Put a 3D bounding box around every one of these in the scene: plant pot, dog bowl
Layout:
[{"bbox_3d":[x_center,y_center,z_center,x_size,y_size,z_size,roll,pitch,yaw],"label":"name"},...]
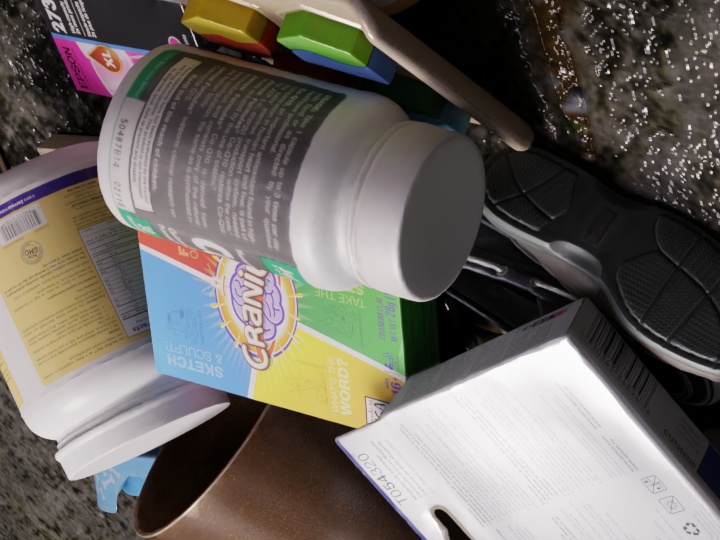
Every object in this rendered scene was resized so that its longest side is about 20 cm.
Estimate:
[{"bbox_3d":[-0.025,0.163,1.573,0.200,0.187,0.187,36,152,-15],"label":"plant pot"},{"bbox_3d":[-0.137,0.145,1.732,0.200,0.111,0.050,-2,112,51],"label":"dog bowl"}]

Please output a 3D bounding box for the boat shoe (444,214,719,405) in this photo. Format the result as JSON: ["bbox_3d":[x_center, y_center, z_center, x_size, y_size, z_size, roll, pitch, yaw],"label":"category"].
[{"bbox_3d":[0.124,0.030,1.314,0.200,0.068,0.072,34,147,19],"label":"boat shoe"}]

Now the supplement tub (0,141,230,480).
[{"bbox_3d":[-0.186,0.027,1.523,0.200,0.145,0.145,64,150,6],"label":"supplement tub"}]

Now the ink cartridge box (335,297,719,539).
[{"bbox_3d":[0.116,0.126,1.306,0.200,0.043,0.196,-26,112,43],"label":"ink cartridge box"}]

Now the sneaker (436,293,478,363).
[{"bbox_3d":[0.001,-0.001,1.414,0.200,0.077,0.111,54,154,-22],"label":"sneaker"}]

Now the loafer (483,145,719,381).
[{"bbox_3d":[0.152,-0.001,1.260,0.200,0.072,0.063,38,167,24],"label":"loafer"}]

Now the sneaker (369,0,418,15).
[{"bbox_3d":[-0.044,-0.214,1.242,0.200,0.076,0.088,21,131,25],"label":"sneaker"}]

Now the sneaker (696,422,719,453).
[{"bbox_3d":[0.164,0.140,1.391,0.079,0.075,0.200,52,144,12],"label":"sneaker"}]

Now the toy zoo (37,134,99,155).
[{"bbox_3d":[-0.151,-0.012,1.642,0.131,0.020,0.200,6,132,47],"label":"toy zoo"}]

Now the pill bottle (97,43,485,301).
[{"bbox_3d":[-0.039,-0.054,1.246,0.200,0.113,0.113,17,140,29],"label":"pill bottle"}]

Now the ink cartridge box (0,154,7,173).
[{"bbox_3d":[-0.362,-0.063,1.787,0.200,0.075,0.165,16,137,39],"label":"ink cartridge box"}]

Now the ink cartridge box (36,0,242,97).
[{"bbox_3d":[-0.160,-0.159,1.470,0.200,0.037,0.095,17,140,42],"label":"ink cartridge box"}]

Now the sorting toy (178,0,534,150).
[{"bbox_3d":[-0.021,-0.122,1.257,0.200,0.037,0.185,21,174,38],"label":"sorting toy"}]

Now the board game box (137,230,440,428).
[{"bbox_3d":[-0.046,0.012,1.375,0.200,0.040,0.153,13,122,32],"label":"board game box"}]
